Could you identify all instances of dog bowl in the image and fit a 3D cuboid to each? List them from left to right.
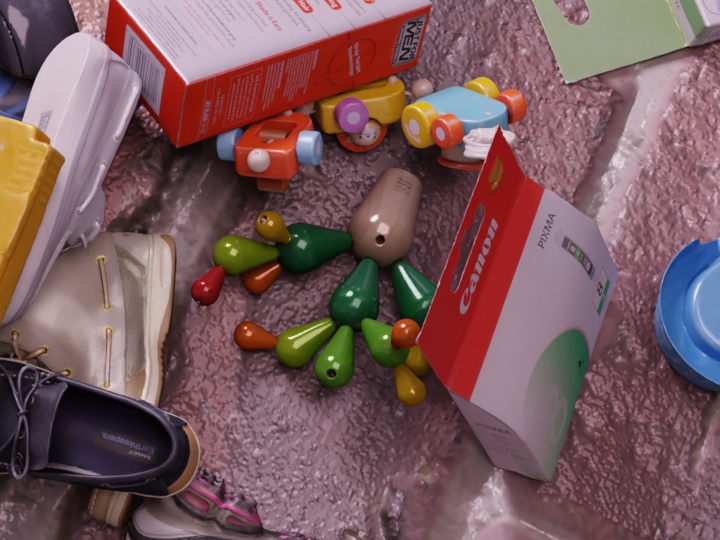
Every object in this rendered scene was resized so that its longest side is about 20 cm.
[{"bbox_3d":[0.287,0.009,1.814,0.199,0.050,0.112,-35,82,-19],"label":"dog bowl"}]

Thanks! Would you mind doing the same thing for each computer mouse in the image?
[{"bbox_3d":[-0.272,-0.200,1.719,0.140,0.046,0.200,-14,55,-33],"label":"computer mouse"}]

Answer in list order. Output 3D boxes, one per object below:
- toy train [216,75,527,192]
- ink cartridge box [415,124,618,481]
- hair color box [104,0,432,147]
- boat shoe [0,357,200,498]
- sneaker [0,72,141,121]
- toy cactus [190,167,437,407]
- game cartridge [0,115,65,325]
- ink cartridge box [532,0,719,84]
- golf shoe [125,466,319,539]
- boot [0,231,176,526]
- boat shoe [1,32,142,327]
[{"bbox_3d":[0.012,-0.082,1.749,0.198,0.056,0.150,3,28,12],"label":"toy train"},{"bbox_3d":[0.107,0.024,1.697,0.050,0.200,0.162,12,68,22],"label":"ink cartridge box"},{"bbox_3d":[-0.062,-0.161,1.752,0.199,0.061,0.102,-21,54,-29],"label":"hair color box"},{"bbox_3d":[-0.197,0.095,1.610,0.198,0.062,0.075,13,79,2],"label":"boat shoe"},{"bbox_3d":[-0.243,-0.107,1.742,0.198,0.066,0.079,3,102,-19],"label":"sneaker"},{"bbox_3d":[0.000,0.000,1.743,0.199,0.102,0.166,19,60,4],"label":"toy cactus"},{"bbox_3d":[-0.290,-0.012,1.624,0.175,0.032,0.201,15,79,26],"label":"game cartridge"},{"bbox_3d":[0.216,-0.230,1.878,0.199,0.048,0.146,-17,77,-19],"label":"ink cartridge box"},{"bbox_3d":[-0.059,0.205,1.675,0.199,0.073,0.092,31,88,5],"label":"golf shoe"},{"bbox_3d":[-0.203,0.060,1.684,0.153,0.072,0.201,9,66,-9],"label":"boot"},{"bbox_3d":[-0.192,-0.050,1.668,0.068,0.072,0.201,31,63,-36],"label":"boat shoe"}]
